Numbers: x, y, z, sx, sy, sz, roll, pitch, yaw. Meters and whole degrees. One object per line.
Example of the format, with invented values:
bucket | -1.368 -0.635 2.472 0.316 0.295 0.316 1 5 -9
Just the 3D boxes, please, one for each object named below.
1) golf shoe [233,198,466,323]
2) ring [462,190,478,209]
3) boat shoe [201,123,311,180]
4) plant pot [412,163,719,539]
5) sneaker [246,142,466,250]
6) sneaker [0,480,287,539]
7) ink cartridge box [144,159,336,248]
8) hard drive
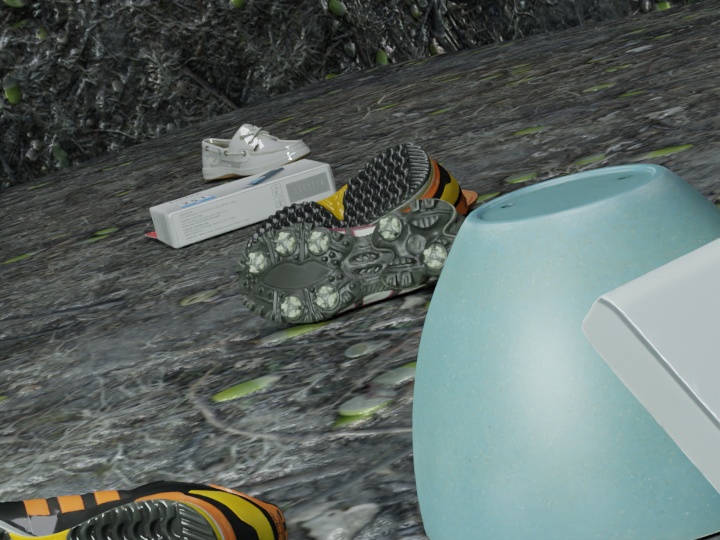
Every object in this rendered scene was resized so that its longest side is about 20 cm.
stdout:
golf shoe | 0.000 0.000 1.317 0.199 0.078 0.088 -10 -11 24
ring | 0.015 -0.038 1.592 0.199 0.019 0.200 -14 11 3
boat shoe | -0.156 -0.172 2.405 0.199 0.070 0.071 -6 12 40
plant pot | 0.107 0.029 0.770 0.199 0.136 0.200 -15 10 3
sneaker | -0.003 -0.025 1.410 0.199 0.070 0.090 -30 -41 25
sneaker | -0.125 0.135 0.781 0.199 0.070 0.090 -9 -3 30
ink cartridge box | -0.148 -0.081 1.987 0.199 0.045 0.176 -18 12 -17
hard drive | 0.200 0.031 0.685 0.199 0.132 0.027 -23 -27 -36
